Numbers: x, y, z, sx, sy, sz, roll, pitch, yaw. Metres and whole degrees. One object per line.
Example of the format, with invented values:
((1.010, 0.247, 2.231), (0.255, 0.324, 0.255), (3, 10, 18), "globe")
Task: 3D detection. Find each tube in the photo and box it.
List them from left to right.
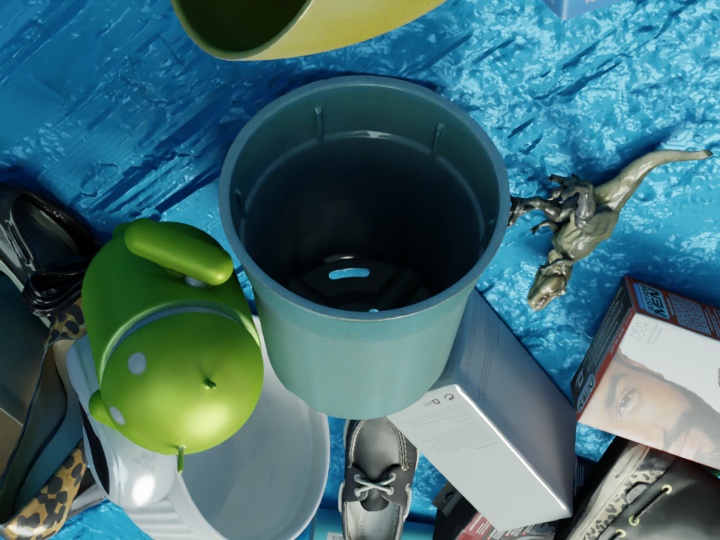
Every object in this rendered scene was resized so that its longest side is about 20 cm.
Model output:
((0.047, 0.278, 1.479), (0.198, 0.051, 0.078), (10, 138, -5), "tube")

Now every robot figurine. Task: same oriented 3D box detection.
((-0.133, 0.045, 1.037), (0.115, 0.201, 0.177), (6, 124, -23), "robot figurine")

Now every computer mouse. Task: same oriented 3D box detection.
((-0.182, 0.079, 1.117), (0.109, 0.202, 0.044), (-14, 172, -33), "computer mouse")

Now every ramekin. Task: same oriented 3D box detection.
((-0.127, 0.143, 1.252), (0.104, 0.202, 0.200), (-14, 135, 38), "ramekin")

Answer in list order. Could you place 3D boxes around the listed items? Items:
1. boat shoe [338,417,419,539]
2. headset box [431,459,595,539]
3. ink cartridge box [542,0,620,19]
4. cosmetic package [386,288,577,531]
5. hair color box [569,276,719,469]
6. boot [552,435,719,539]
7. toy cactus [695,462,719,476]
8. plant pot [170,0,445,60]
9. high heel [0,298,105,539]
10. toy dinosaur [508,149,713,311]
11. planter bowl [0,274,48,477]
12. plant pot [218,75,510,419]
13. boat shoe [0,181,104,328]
((0.013, 0.204, 1.368), (0.073, 0.061, 0.202), (9, 126, 3), "boat shoe")
((0.166, 0.242, 1.388), (0.198, 0.078, 0.149), (18, 138, -8), "headset box")
((0.154, -0.253, 0.782), (0.143, 0.084, 0.201), (-21, 141, -15), "ink cartridge box")
((0.104, 0.118, 1.236), (0.081, 0.114, 0.200), (-17, 130, 29), "cosmetic package")
((0.282, 0.094, 1.184), (0.198, 0.064, 0.112), (19, 117, -8), "hair color box")
((0.249, 0.235, 1.255), (0.150, 0.073, 0.201), (27, 116, 2), "boot")
((0.333, 0.191, 1.298), (0.199, 0.103, 0.166), (29, 126, -6), "toy cactus")
((-0.007, -0.214, 0.847), (0.141, 0.202, 0.200), (2, 149, -38), "plant pot")
((-0.234, 0.103, 1.123), (0.071, 0.142, 0.202), (5, 99, 18), "high heel")
((0.163, -0.044, 1.091), (0.087, 0.048, 0.200), (13, 141, -26), "toy dinosaur")
((-0.316, 0.091, 1.258), (0.198, 0.135, 0.201), (16, 143, 12), "planter bowl")
((0.000, 0.000, 1.074), (0.198, 0.202, 0.197), (7, 147, 3), "plant pot")
((-0.232, 0.000, 1.198), (0.066, 0.075, 0.200), (-13, 126, 41), "boat shoe")
